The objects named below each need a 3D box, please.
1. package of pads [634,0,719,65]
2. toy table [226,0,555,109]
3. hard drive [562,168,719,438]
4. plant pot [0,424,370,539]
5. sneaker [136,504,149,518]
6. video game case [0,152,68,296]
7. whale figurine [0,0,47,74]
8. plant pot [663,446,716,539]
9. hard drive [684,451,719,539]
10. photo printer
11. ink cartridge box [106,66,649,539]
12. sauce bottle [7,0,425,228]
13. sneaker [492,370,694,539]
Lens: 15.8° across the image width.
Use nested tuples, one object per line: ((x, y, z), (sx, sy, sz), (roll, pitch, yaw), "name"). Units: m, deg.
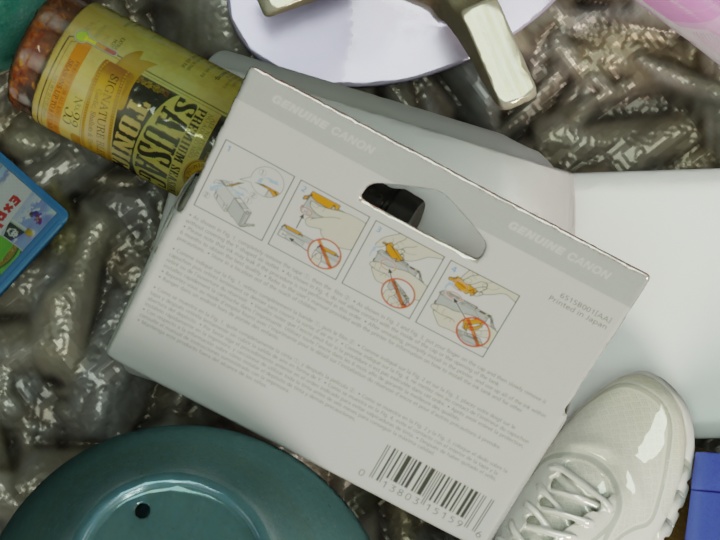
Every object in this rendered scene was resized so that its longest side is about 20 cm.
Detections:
((0.210, -0.143, 1.228), (0.200, 0.076, 0.121), (31, 90, -36), "package of pads")
((0.031, -0.161, 1.245), (0.200, 0.117, 0.184), (-35, 92, -2), "toy table")
((0.148, 0.017, 1.279), (0.199, 0.026, 0.133), (-2, 91, 9), "hard drive")
((-0.080, 0.152, 1.151), (0.199, 0.135, 0.201), (0, 69, -1), "plant pot")
((-0.179, 0.169, 1.267), (0.130, 0.080, 0.201), (15, 81, 6), "sneaker")
((-0.262, -0.042, 1.261), (0.200, 0.018, 0.143), (41, 66, -2), "video game case")
((-0.161, -0.171, 1.243), (0.199, 0.104, 0.160), (-20, 92, 0), "whale figurine")
((0.138, 0.182, 1.263), (0.199, 0.027, 0.201), (-4, 79, 19), "plant pot")
((0.200, 0.188, 1.189), (0.131, 0.025, 0.201), (2, 80, 42), "hard drive")
((0.000, 0.000, 1.254), (0.199, 0.069, 0.167), (18, 93, 9), "photo printer")
((0.007, 0.012, 1.156), (0.199, 0.044, 0.174), (28, 122, -3), "ink cartridge box")
((-0.066, -0.060, 1.197), (0.199, 0.066, 0.066), (26, 90, 9), "sauce bottle")
((0.088, 0.135, 1.233), (0.075, 0.081, 0.200), (35, 91, 23), "sneaker")
